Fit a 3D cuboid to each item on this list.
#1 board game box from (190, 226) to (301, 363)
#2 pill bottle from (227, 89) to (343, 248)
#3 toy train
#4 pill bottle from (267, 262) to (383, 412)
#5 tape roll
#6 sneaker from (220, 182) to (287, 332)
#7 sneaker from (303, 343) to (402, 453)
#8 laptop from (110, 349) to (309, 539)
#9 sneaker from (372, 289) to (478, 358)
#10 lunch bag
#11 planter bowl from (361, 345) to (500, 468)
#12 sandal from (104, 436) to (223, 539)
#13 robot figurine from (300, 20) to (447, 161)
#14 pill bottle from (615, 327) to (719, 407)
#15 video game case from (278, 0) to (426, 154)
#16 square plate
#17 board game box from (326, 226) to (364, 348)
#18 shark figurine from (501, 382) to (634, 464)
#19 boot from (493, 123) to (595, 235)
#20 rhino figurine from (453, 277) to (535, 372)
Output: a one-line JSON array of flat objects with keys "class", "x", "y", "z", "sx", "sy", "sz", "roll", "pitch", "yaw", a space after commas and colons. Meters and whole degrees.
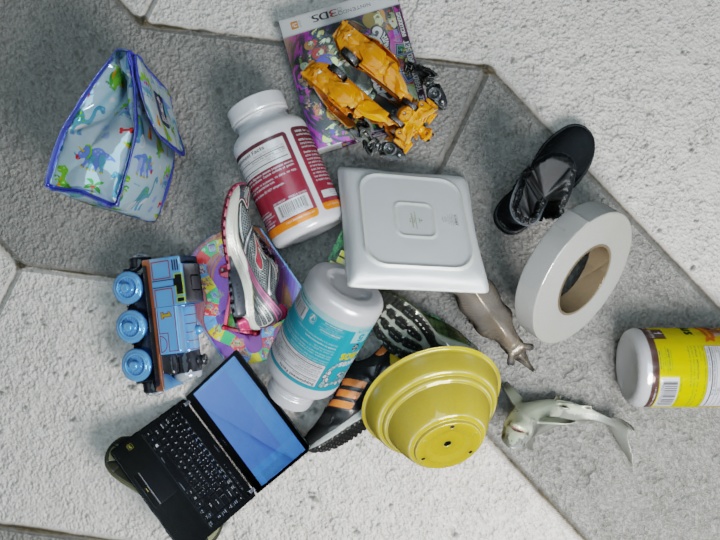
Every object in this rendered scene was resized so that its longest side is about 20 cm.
[{"class": "board game box", "x": -0.172, "y": 0.037, "z": 1.029, "sx": 0.157, "sy": 0.039, "sz": 0.201, "roll": -35, "pitch": 88, "yaw": -1}, {"class": "pill bottle", "x": -0.108, "y": -0.143, "z": 0.999, "sx": 0.112, "sy": 0.113, "sz": 0.202, "roll": -24, "pitch": 88, "yaw": 0}, {"class": "toy train", "x": -0.277, "y": 0.073, "z": 1.001, "sx": 0.113, "sy": 0.087, "sz": 0.203, "roll": -8, "pitch": 88, "yaw": 10}, {"class": "pill bottle", "x": -0.058, "y": 0.097, "z": 0.967, "sx": 0.110, "sy": 0.111, "sz": 0.201, "roll": 30, "pitch": 116, "yaw": 2}, {"class": "tape roll", "x": 0.288, "y": 0.004, "z": 0.957, "sx": 0.203, "sy": 0.203, "sz": 0.037, "roll": -50, "pitch": 51, "yaw": -1}, {"class": "sneaker", "x": -0.150, "y": -0.020, "z": 0.979, "sx": 0.074, "sy": 0.081, "sz": 0.203, "roll": -8, "pitch": 92, "yaw": -13}, {"class": "sneaker", "x": -0.010, "y": 0.176, "z": 1.019, "sx": 0.199, "sy": 0.070, "sz": 0.090, "roll": -38, "pitch": 66, "yaw": 3}, {"class": "laptop", "x": -0.206, "y": 0.248, "z": 0.981, "sx": 0.199, "sy": 0.103, "sz": 0.178, "roll": -34, "pitch": 81, "yaw": -34}, {"class": "sneaker", "x": 0.094, "y": 0.090, "z": 1.005, "sx": 0.199, "sy": 0.089, "sz": 0.077, "roll": 37, "pitch": 112, "yaw": -7}, {"class": "lunch bag", "x": -0.319, "y": -0.180, "z": 0.974, "sx": 0.126, "sy": 0.170, "sz": 0.202, "roll": 14, "pitch": 87, "yaw": 1}, {"class": "planter bowl", "x": 0.105, "y": 0.202, "z": 0.945, "sx": 0.198, "sy": 0.084, "sz": 0.202, "roll": -7, "pitch": 129, "yaw": -8}, {"class": "sandal", "x": -0.276, "y": 0.311, "z": 1.015, "sx": 0.201, "sy": 0.057, "sz": 0.080, "roll": 40, "pitch": 53, "yaw": 0}, {"class": "robot figurine", "x": 0.024, "y": -0.245, "z": 0.992, "sx": 0.200, "sy": 0.058, "sz": 0.145, "roll": 40, "pitch": 90, "yaw": 3}, {"class": "pill bottle", "x": 0.468, "y": 0.134, "z": 0.986, "sx": 0.197, "sy": 0.109, "sz": 0.111, "roll": 0, "pitch": 88, "yaw": 0}, {"class": "video game case", "x": -0.008, "y": -0.291, "z": 1.041, "sx": 0.179, "sy": 0.036, "sz": 0.202, "roll": -15, "pitch": 88, "yaw": 2}, {"class": "square plate", "x": 0.071, "y": -0.064, "z": 0.971, "sx": 0.196, "sy": 0.029, "sz": 0.202, "roll": 3, "pitch": 57, "yaw": -12}, {"class": "board game box", "x": 0.000, "y": 0.000, "z": 1.035, "sx": 0.104, "sy": 0.023, "sz": 0.202, "roll": 25, "pitch": 89, "yaw": -2}, {"class": "shark figurine", "x": 0.277, "y": 0.227, "z": 1.015, "sx": 0.212, "sy": 0.128, "sz": 0.090, "roll": 3, "pitch": 114, "yaw": -17}, {"class": "boot", "x": 0.266, "y": -0.132, "z": 0.967, "sx": 0.076, "sy": 0.168, "sz": 0.200, "roll": 43, "pitch": 88, "yaw": 2}, {"class": "rhino figurine", "x": 0.182, "y": 0.064, "z": 1.002, "sx": 0.060, "sy": 0.087, "sz": 0.201, "roll": -36, "pitch": 88, "yaw": 0}]
